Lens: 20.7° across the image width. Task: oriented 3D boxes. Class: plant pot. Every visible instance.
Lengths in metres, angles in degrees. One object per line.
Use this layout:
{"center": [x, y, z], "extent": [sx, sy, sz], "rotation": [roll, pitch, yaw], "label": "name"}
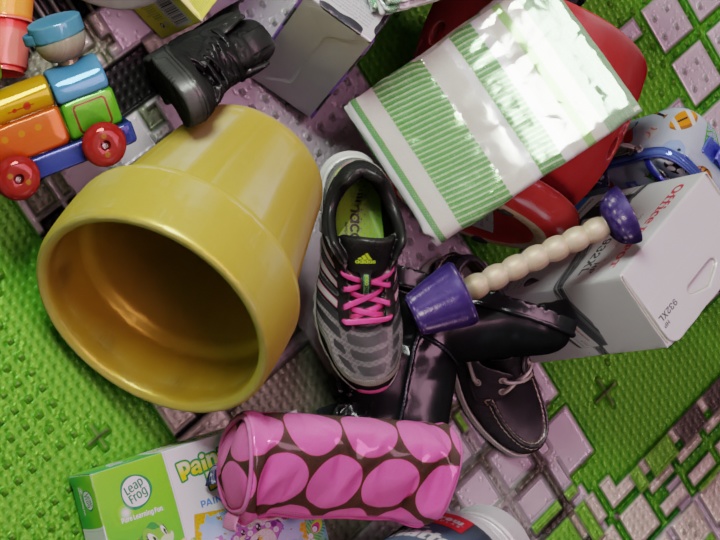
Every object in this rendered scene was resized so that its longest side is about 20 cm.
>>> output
{"center": [-0.122, -0.023, 1.537], "extent": [0.201, 0.200, 0.189], "rotation": [49, 45, -18], "label": "plant pot"}
{"center": [0.130, -0.126, 1.704], "extent": [0.200, 0.200, 0.183], "rotation": [26, 75, -28], "label": "plant pot"}

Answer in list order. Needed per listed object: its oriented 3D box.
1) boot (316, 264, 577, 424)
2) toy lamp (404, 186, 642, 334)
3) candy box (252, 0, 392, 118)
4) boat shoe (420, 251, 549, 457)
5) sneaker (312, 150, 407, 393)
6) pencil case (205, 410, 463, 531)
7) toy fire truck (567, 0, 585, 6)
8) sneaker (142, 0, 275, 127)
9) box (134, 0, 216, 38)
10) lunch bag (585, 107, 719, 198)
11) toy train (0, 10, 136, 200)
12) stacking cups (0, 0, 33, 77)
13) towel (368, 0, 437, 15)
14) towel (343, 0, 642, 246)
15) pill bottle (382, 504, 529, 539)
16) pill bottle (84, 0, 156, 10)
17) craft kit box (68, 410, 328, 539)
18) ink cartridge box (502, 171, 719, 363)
{"center": [0.072, 0.091, 1.669], "extent": [0.197, 0.073, 0.163], "rotation": [15, 85, -6], "label": "boot"}
{"center": [0.132, -0.005, 1.616], "extent": [0.199, 0.058, 0.058], "rotation": [-27, 99, -3], "label": "toy lamp"}
{"center": [0.003, -0.248, 1.648], "extent": [0.071, 0.168, 0.200], "rotation": [34, 65, -6], "label": "candy box"}
{"center": [0.120, 0.075, 1.749], "extent": [0.074, 0.060, 0.201], "rotation": [-28, 99, -31], "label": "boat shoe"}
{"center": [0.000, 0.000, 1.593], "extent": [0.073, 0.087, 0.201], "rotation": [-3, 88, -8], "label": "sneaker"}
{"center": [-0.017, 0.162, 1.567], "extent": [0.199, 0.091, 0.094], "rotation": [5, 84, -25], "label": "pencil case"}
{"center": [0.141, -0.323, 1.749], "extent": [0.200, 0.176, 0.129], "rotation": [46, 63, -19], "label": "toy fire truck"}
{"center": [-0.115, -0.170, 1.570], "extent": [0.104, 0.200, 0.060], "rotation": [-28, 107, -7], "label": "sneaker"}
{"center": [-0.110, -0.284, 1.641], "extent": [0.050, 0.075, 0.200], "rotation": [46, 61, -20], "label": "box"}
{"center": [0.305, -0.064, 1.830], "extent": [0.200, 0.160, 0.076], "rotation": [42, 63, -22], "label": "lunch bag"}
{"center": [-0.280, -0.112, 1.486], "extent": [0.199, 0.085, 0.116], "rotation": [-22, 107, -12], "label": "toy train"}
{"center": [-0.279, -0.253, 1.541], "extent": [0.060, 0.060, 0.201], "rotation": [9, 83, -32], "label": "stacking cups"}
{"center": [0.073, -0.295, 1.579], "extent": [0.199, 0.031, 0.150], "rotation": [-18, 81, -24], "label": "towel"}
{"center": [0.105, -0.131, 1.599], "extent": [0.200, 0.023, 0.153], "rotation": [-34, 71, 5], "label": "towel"}
{"center": [0.061, 0.266, 1.627], "extent": [0.200, 0.119, 0.120], "rotation": [-23, 97, -57], "label": "pill bottle"}
{"center": [-0.180, -0.316, 1.566], "extent": [0.111, 0.111, 0.201], "rotation": [31, 53, -26], "label": "pill bottle"}
{"center": [-0.117, 0.232, 1.585], "extent": [0.199, 0.048, 0.199], "rotation": [-16, 90, -34], "label": "craft kit box"}
{"center": [0.225, 0.000, 1.745], "extent": [0.145, 0.200, 0.084], "rotation": [-47, 109, -29], "label": "ink cartridge box"}
